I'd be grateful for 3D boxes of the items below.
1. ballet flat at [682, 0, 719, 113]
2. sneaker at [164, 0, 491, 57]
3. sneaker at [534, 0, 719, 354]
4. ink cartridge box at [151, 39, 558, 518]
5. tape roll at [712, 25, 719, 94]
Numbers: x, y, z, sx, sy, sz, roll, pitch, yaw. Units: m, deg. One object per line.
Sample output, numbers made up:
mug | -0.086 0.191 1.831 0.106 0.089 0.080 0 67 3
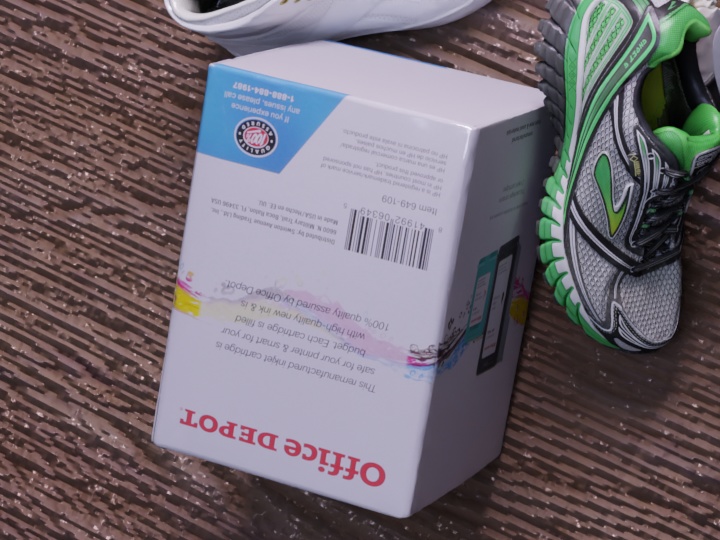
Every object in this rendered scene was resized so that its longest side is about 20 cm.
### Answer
ballet flat | 0.165 -0.153 1.432 0.068 0.068 0.201 12 93 21
sneaker | -0.004 -0.161 1.469 0.199 0.115 0.074 -21 81 17
sneaker | 0.138 -0.046 1.401 0.085 0.078 0.201 19 126 41
ink cartridge box | 0.000 0.000 1.432 0.146 0.146 0.201 15 105 19
tape roll | 0.276 -0.075 1.285 0.139 0.203 0.203 -37 76 -11
